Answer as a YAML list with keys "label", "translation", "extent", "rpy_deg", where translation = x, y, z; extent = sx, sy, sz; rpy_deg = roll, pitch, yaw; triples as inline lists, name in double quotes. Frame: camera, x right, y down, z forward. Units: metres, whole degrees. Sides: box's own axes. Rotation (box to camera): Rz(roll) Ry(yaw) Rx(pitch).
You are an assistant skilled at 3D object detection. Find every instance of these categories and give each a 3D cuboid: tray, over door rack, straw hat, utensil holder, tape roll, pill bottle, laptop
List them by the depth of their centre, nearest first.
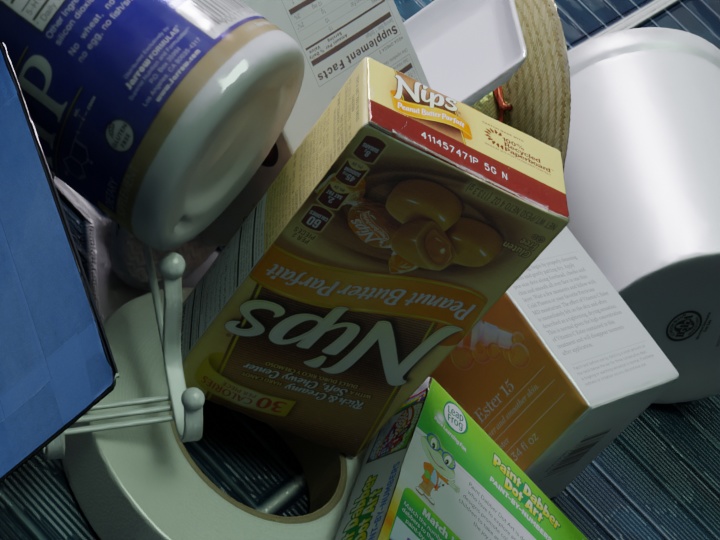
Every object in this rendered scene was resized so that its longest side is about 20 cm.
- label: "laptop"
  translation: [-0.229, 0.017, 0.727]
  extent: [0.198, 0.116, 0.188]
  rpy_deg: [-8, 56, -26]
- label: "pill bottle"
  translation: [-0.137, -0.113, 0.829]
  extent: [0.199, 0.120, 0.120]
  rpy_deg: [36, 34, 10]
- label: "over door rack"
  translation: [-0.165, 0.000, 0.854]
  extent: [0.146, 0.067, 0.201]
  rpy_deg: [-5, 52, -17]
- label: "tape roll"
  translation: [-0.061, 0.097, 0.911]
  extent: [0.202, 0.037, 0.204]
  rpy_deg: [25, 37, -20]
- label: "tray"
  translation: [0.021, -0.105, 1.080]
  extent: [0.022, 0.199, 0.108]
  rpy_deg: [39, 30, -36]
- label: "straw hat"
  translation: [0.061, -0.099, 1.134]
  extent: [0.084, 0.202, 0.202]
  rpy_deg: [-2, 49, -17]
- label: "utensil holder"
  translation: [0.202, -0.035, 1.189]
  extent: [0.169, 0.170, 0.201]
  rpy_deg: [17, 43, -28]

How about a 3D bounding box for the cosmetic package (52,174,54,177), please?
- label: "cosmetic package"
  translation: [-0.241, -0.133, 0.940]
  extent: [0.199, 0.107, 0.091]
  rpy_deg: [21, 39, -22]

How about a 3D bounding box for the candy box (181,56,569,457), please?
- label: "candy box"
  translation: [0.000, 0.000, 0.866]
  extent: [0.115, 0.200, 0.056]
  rpy_deg: [23, 38, -21]

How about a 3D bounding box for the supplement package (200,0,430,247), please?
- label: "supplement package"
  translation: [-0.056, -0.128, 0.931]
  extent: [0.109, 0.113, 0.201]
  rpy_deg: [-36, 108, -37]

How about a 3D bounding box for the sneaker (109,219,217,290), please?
- label: "sneaker"
  translation: [-0.120, -0.082, 1.024]
  extent: [0.075, 0.114, 0.202]
  rpy_deg: [21, 74, -33]

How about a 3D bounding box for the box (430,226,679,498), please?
- label: "box"
  translation: [0.068, 0.029, 1.028]
  extent: [0.097, 0.125, 0.201]
  rpy_deg: [-11, 59, -48]

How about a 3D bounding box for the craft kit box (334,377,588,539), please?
- label: "craft kit box"
  translation: [0.067, 0.186, 0.887]
  extent: [0.200, 0.048, 0.198]
  rpy_deg: [47, 36, -15]
